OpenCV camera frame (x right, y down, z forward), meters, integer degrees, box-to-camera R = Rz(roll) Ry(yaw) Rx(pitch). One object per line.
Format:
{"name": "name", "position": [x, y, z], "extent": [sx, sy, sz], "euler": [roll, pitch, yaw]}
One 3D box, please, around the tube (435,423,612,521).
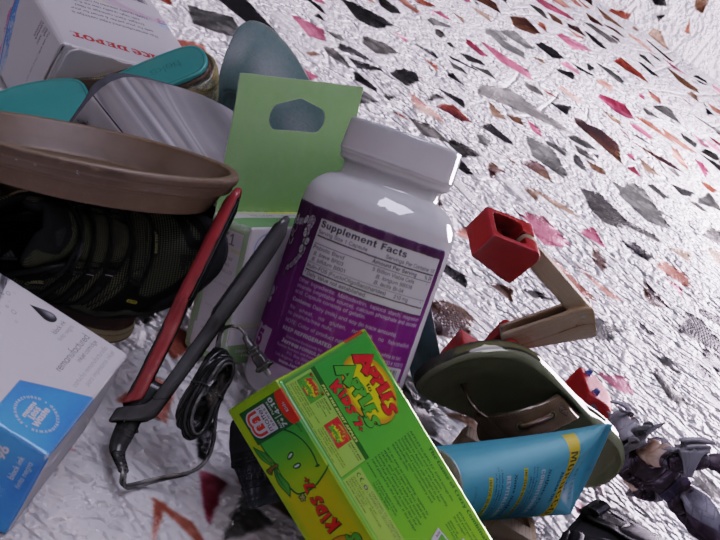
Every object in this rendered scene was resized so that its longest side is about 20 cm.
{"name": "tube", "position": [0.107, 0.144, 1.032], "extent": [0.050, 0.078, 0.200], "euler": [39, 22, 34]}

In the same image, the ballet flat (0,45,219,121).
{"name": "ballet flat", "position": [-0.207, -0.123, 1.184], "extent": [0.199, 0.071, 0.071], "euler": [-17, 41, -10]}

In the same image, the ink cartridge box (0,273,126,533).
{"name": "ink cartridge box", "position": [-0.248, 0.043, 0.837], "extent": [0.200, 0.068, 0.116], "euler": [32, 29, -2]}

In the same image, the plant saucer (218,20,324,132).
{"name": "plant saucer", "position": [-0.078, -0.106, 1.243], "extent": [0.039, 0.202, 0.201], "euler": [-23, 51, -21]}

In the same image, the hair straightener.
{"name": "hair straightener", "position": [-0.091, 0.050, 0.922], "extent": [0.077, 0.201, 0.041], "euler": [27, -19, -2]}

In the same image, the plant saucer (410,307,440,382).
{"name": "plant saucer", "position": [0.038, 0.008, 1.179], "extent": [0.027, 0.201, 0.200], "euler": [-11, 30, 1]}

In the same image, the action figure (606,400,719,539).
{"name": "action figure", "position": [0.261, 0.183, 1.181], "extent": [0.200, 0.069, 0.130], "euler": [52, -8, 11]}

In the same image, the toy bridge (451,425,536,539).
{"name": "toy bridge", "position": [0.092, 0.183, 1.056], "extent": [0.067, 0.027, 0.200], "euler": [31, 23, -8]}

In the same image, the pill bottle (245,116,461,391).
{"name": "pill bottle", "position": [0.000, 0.000, 1.037], "extent": [0.112, 0.201, 0.112], "euler": [19, 3, -1]}

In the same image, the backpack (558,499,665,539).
{"name": "backpack", "position": [0.207, 0.254, 0.948], "extent": [0.199, 0.155, 0.163], "euler": [16, 14, 16]}

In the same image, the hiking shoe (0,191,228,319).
{"name": "hiking shoe", "position": [-0.179, -0.010, 0.934], "extent": [0.199, 0.076, 0.101], "euler": [-3, -8, -13]}

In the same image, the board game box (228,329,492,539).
{"name": "board game box", "position": [0.014, 0.145, 0.904], "extent": [0.201, 0.048, 0.101], "euler": [59, 35, 3]}

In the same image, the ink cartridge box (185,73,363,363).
{"name": "ink cartridge box", "position": [-0.047, -0.036, 1.091], "extent": [0.048, 0.201, 0.145], "euler": [23, 15, 35]}

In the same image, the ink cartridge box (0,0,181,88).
{"name": "ink cartridge box", "position": [-0.243, -0.198, 1.295], "extent": [0.144, 0.084, 0.200], "euler": [11, 32, -40]}

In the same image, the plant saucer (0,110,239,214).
{"name": "plant saucer", "position": [-0.177, -0.070, 0.951], "extent": [0.199, 0.030, 0.200], "euler": [13, 8, -2]}

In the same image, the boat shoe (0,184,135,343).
{"name": "boat shoe", "position": [-0.227, -0.030, 1.007], "extent": [0.200, 0.072, 0.072], "euler": [38, 24, 11]}

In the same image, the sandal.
{"name": "sandal", "position": [0.127, 0.114, 1.111], "extent": [0.201, 0.080, 0.057], "euler": [33, 35, -26]}

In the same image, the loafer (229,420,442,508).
{"name": "loafer", "position": [-0.008, 0.138, 0.986], "extent": [0.200, 0.068, 0.071], "euler": [17, 63, -45]}

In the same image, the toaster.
{"name": "toaster", "position": [-0.132, -0.061, 1.138], "extent": [0.200, 0.114, 0.129], "euler": [16, 31, -53]}

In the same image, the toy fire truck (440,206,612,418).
{"name": "toy fire truck", "position": [0.141, 0.055, 1.200], "extent": [0.200, 0.141, 0.049], "euler": [32, 23, -19]}
